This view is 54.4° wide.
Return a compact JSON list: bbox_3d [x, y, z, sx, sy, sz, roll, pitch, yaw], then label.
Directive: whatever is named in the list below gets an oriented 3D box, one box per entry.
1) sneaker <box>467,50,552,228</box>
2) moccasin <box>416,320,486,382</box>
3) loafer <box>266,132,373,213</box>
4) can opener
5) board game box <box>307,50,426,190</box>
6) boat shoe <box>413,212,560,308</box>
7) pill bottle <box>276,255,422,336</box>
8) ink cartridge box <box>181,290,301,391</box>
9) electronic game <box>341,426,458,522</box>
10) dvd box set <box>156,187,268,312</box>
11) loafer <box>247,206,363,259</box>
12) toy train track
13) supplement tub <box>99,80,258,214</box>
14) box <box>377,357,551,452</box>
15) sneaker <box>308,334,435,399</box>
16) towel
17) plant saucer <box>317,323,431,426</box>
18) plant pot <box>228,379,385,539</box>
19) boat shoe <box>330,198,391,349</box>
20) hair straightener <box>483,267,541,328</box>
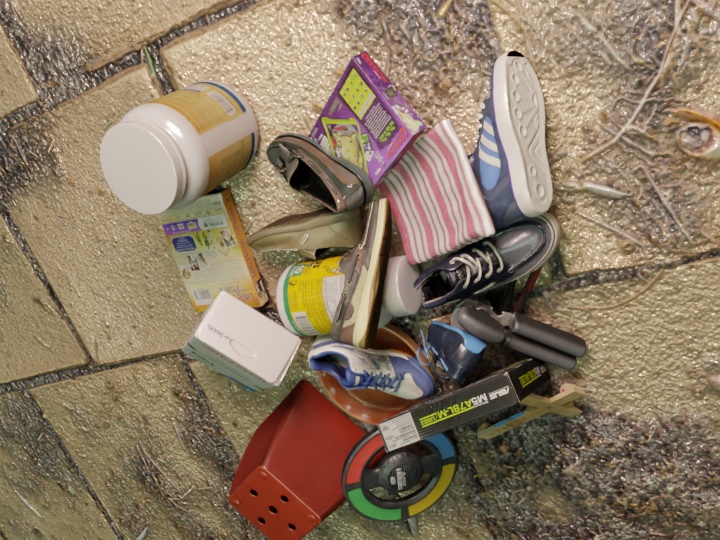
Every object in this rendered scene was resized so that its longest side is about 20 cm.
[{"bbox_3d":[0.154,-0.152,0.870,0.146,0.080,0.203,-9,92,51],"label":"sneaker"},{"bbox_3d":[0.115,0.113,0.966,0.080,0.200,0.069,28,86,3],"label":"moccasin"},{"bbox_3d":[-0.071,-0.134,0.959,0.199,0.063,0.072,29,142,36],"label":"loafer"},{"bbox_3d":[0.213,0.092,0.951,0.198,0.067,0.053,19,126,-12],"label":"can opener"},{"bbox_3d":[-0.001,-0.174,0.907,0.121,0.032,0.200,56,151,5],"label":"board game box"},{"bbox_3d":[0.158,-0.006,0.896,0.200,0.092,0.075,-37,78,39],"label":"boat shoe"},{"bbox_3d":[-0.015,0.033,1.030,0.198,0.113,0.114,-9,112,30],"label":"pill bottle"},{"bbox_3d":[-0.192,0.118,1.108,0.145,0.085,0.200,33,159,-11],"label":"ink cartridge box"},{"bbox_3d":[0.065,0.326,1.139,0.198,0.042,0.202,-6,115,-13],"label":"electronic game"},{"bbox_3d":[-0.246,-0.029,1.159,0.145,0.029,0.202,-7,112,29],"label":"dvd box set"},{"bbox_3d":[-0.082,-0.049,1.041,0.198,0.076,0.068,-11,105,30],"label":"loafer"},{"bbox_3d":[0.247,0.204,1.042,0.114,0.033,0.200,20,140,-28],"label":"toy train track"},{"bbox_3d":[-0.247,-0.173,0.977,0.143,0.200,0.146,11,121,20],"label":"supplement tub"},{"bbox_3d":[0.147,0.180,0.967,0.199,0.193,0.048,-27,77,24],"label":"box"},{"bbox_3d":[0.013,0.159,1.063,0.198,0.088,0.076,20,121,13],"label":"sneaker"},{"bbox_3d":[0.086,-0.090,0.893,0.148,0.030,0.200,66,155,0],"label":"towel"},{"bbox_3d":[0.022,0.162,1.133,0.198,0.032,0.202,11,119,20],"label":"plant saucer"},{"bbox_3d":[-0.111,0.353,1.212,0.199,0.176,0.200,41,127,0],"label":"plant pot"},{"bbox_3d":[0.000,0.000,0.927,0.064,0.073,0.202,8,80,12],"label":"boat shoe"},{"bbox_3d":[0.200,0.019,0.971,0.076,0.041,0.202,23,128,13],"label":"hair straightener"}]
